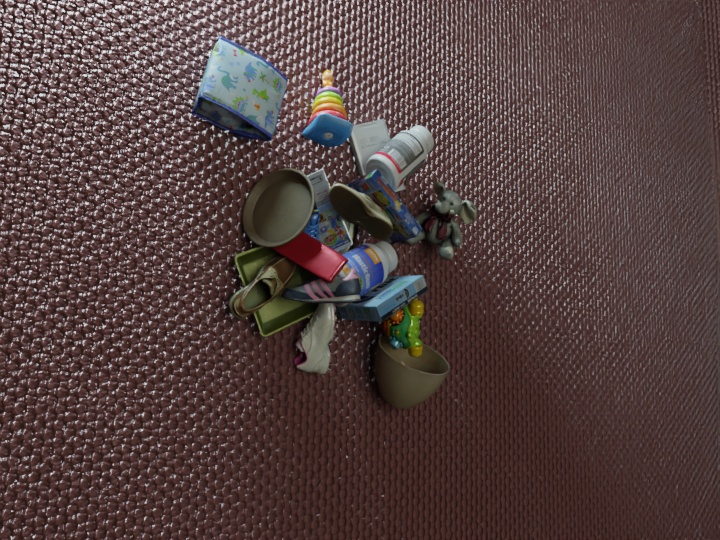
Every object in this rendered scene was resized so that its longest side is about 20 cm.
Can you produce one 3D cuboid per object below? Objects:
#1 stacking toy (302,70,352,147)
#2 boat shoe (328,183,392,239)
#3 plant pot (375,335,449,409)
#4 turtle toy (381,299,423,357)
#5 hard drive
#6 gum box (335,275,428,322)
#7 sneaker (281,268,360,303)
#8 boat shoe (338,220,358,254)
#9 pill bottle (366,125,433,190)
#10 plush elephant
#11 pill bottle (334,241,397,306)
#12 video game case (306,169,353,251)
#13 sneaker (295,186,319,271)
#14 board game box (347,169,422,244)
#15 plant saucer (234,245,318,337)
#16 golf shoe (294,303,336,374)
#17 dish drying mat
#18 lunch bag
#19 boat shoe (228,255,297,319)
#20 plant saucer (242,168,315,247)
[{"bbox_3d":[-0.084,-0.438,1.760,0.108,0.115,0.205,13,62,-31],"label":"stacking toy"},{"bbox_3d":[0.001,-0.157,1.689,0.198,0.072,0.066,34,30,-24],"label":"boat shoe"},{"bbox_3d":[0.117,0.276,1.741,0.196,0.200,0.138,11,108,-32],"label":"plant pot"},{"bbox_3d":[0.101,0.129,1.735,0.098,0.200,0.150,-3,108,-7],"label":"turtle toy"},{"bbox_3d":[0.043,-0.307,1.858,0.130,0.026,0.205,-19,94,-35],"label":"hard drive"},{"bbox_3d":[0.046,0.068,1.697,0.168,0.198,0.046,-31,106,-32],"label":"gum box"},{"bbox_3d":[-0.092,0.034,1.575,0.070,0.194,0.085,10,80,-75],"label":"sneaker"},{"bbox_3d":[-0.043,-0.103,1.751,0.063,0.072,0.206,14,85,6],"label":"boat shoe"},{"bbox_3d":[0.113,-0.309,1.823,0.200,0.110,0.112,-43,106,-31],"label":"pill bottle"},{"bbox_3d":[0.232,-0.151,1.876,0.199,0.162,0.158,-34,143,-47],"label":"plush elephant"},{"bbox_3d":[0.000,0.000,1.683,0.198,0.111,0.114,-29,99,-36],"label":"pill bottle"},{"bbox_3d":[-0.119,-0.131,1.687,0.140,0.018,0.204,-23,95,-6],"label":"video game case"},{"bbox_3d":[-0.129,-0.101,1.623,0.065,0.078,0.206,-6,87,-36],"label":"sneaker"},{"bbox_3d":[0.059,-0.163,1.782,0.201,0.134,0.035,51,59,-17],"label":"board game box"},{"bbox_3d":[-0.199,0.033,1.629,0.197,0.047,0.205,-23,96,-35],"label":"plant saucer"},{"bbox_3d":[-0.110,0.156,1.631,0.089,0.075,0.206,4,103,-21],"label":"golf shoe"},{"bbox_3d":[-0.125,-0.043,1.570,0.077,0.197,0.018,-52,155,-17],"label":"dish drying mat"},{"bbox_3d":[-0.280,-0.421,1.597,0.196,0.127,0.175,19,72,-20],"label":"lunch bag"},{"bbox_3d":[-0.214,0.039,1.544,0.200,0.073,0.076,-47,108,-30],"label":"boat shoe"},{"bbox_3d":[-0.191,-0.146,1.594,0.029,0.195,0.205,42,57,-58],"label":"plant saucer"}]
